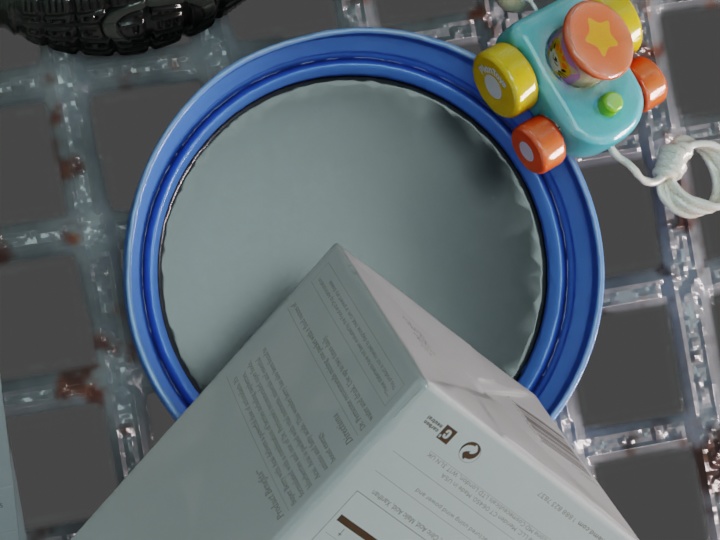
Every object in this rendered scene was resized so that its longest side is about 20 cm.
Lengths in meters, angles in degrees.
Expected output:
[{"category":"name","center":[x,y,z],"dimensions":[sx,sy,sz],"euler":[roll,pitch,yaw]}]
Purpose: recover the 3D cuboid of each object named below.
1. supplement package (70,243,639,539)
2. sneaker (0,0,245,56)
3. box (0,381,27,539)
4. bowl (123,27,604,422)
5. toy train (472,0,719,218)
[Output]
[{"category":"supplement package","center":[-0.019,0.116,0.813],"dimensions":[0.120,0.121,0.200],"euler":[38,100,-28]},{"category":"sneaker","center":[-0.065,-0.150,0.893],"dimensions":[0.200,0.076,0.091],"euler":[-20,81,-17]},{"category":"box","center":[-0.197,0.145,0.829],"dimensions":[0.156,0.041,0.200],"euler":[-10,90,-38]},{"category":"bowl","center":[0.000,0.000,0.904],"dimensions":[0.200,0.039,0.201],"euler":[1,87,-10]},{"category":"toy train","center":[0.122,-0.129,0.902],"dimensions":[0.150,0.056,0.200],"euler":[11,73,-15]}]
